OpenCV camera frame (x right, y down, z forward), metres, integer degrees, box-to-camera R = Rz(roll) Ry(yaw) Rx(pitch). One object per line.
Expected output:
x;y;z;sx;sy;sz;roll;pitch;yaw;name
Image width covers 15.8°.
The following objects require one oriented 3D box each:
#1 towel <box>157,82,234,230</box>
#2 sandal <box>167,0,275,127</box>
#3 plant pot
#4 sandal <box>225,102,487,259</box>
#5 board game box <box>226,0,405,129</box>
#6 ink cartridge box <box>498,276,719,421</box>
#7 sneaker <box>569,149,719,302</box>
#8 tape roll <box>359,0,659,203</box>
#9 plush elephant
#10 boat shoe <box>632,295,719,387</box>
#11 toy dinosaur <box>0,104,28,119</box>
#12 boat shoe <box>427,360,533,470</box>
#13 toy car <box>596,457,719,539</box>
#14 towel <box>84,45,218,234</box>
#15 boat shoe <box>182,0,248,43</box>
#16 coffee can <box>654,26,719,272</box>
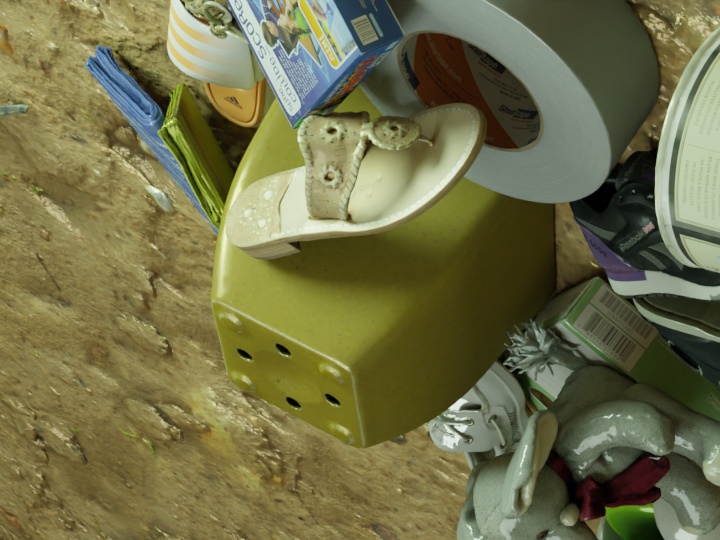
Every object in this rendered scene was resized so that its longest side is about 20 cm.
-0.116;-0.083;1.860;0.086;0.018;0.200;63;-177;-11;towel
-0.096;-0.148;1.820;0.079;0.059;0.207;27;153;17;sandal
0.000;0.000;1.790;0.195;0.200;0.195;27;154;20;plant pot
-0.023;-0.064;1.631;0.211;0.078;0.070;-21;140;39;sandal
-0.054;-0.202;1.605;0.201;0.034;0.135;63;155;5;board game box
0.180;0.080;1.883;0.145;0.048;0.200;39;165;-5;ink cartridge box
0.201;-0.034;1.633;0.088;0.076;0.200;52;151;-18;sneaker
0.084;-0.133;1.613;0.200;0.066;0.201;29;154;16;tape roll
0.147;0.147;1.780;0.200;0.155;0.165;36;162;5;plush elephant
0.267;0.056;1.700;0.199;0.075;0.066;22;154;29;boat shoe
-0.371;-0.157;2.170;0.199;0.048;0.088;31;148;4;toy dinosaur
0.082;0.107;1.945;0.071;0.069;0.200;31;167;36;boat shoe
0.254;0.243;1.948;0.200;0.150;0.175;38;155;-4;toy car
-0.128;-0.075;1.969;0.200;0.024;0.145;53;175;-35;towel
-0.114;-0.198;1.696;0.200;0.063;0.073;39;152;-8;boat shoe
0.282;-0.048;1.415;0.199;0.147;0.147;17;149;34;coffee can
